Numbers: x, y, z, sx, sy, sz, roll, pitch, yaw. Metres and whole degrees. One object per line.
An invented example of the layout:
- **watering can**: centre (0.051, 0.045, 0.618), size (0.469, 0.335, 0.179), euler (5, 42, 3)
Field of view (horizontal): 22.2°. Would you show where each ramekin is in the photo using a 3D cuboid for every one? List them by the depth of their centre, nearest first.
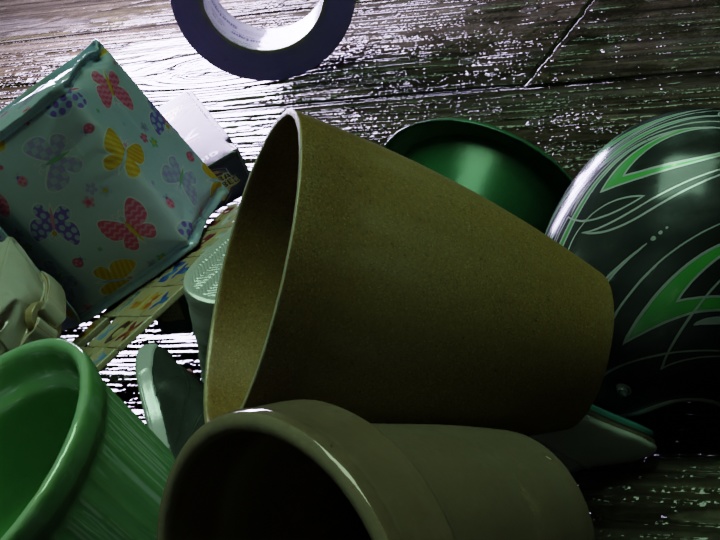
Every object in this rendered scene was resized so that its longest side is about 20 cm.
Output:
- **ramekin**: centre (-0.197, 0.147, 1.059), size (0.200, 0.098, 0.200), euler (-32, 31, 22)

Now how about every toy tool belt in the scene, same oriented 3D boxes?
- **toy tool belt**: centre (-0.264, 0.073, 1.337), size (0.125, 0.123, 0.200), euler (-17, 31, 3)

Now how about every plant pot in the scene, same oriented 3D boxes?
- **plant pot**: centre (0.021, 0.153, 0.931), size (0.175, 0.200, 0.200), euler (-10, 16, -41)
- **plant pot**: centre (0.032, 0.024, 1.023), size (0.200, 0.187, 0.186), euler (13, 20, -13)

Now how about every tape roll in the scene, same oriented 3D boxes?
- **tape roll**: centre (-0.103, -0.312, 1.982), size (0.200, 0.200, 0.085), euler (-11, 23, 7)

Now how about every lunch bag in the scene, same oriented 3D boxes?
- **lunch bag**: centre (-0.236, -0.051, 1.445), size (0.200, 0.170, 0.127), euler (-30, 19, 28)

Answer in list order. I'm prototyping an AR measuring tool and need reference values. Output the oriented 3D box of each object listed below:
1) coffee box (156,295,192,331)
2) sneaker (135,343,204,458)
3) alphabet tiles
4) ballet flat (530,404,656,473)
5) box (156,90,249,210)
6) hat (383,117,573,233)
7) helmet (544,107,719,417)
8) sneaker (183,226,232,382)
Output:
- **coffee box**: centre (-0.072, -0.014, 1.495), size (0.123, 0.044, 0.200), euler (-3, 26, 29)
- **sneaker**: centre (-0.092, 0.102, 1.224), size (0.099, 0.071, 0.200), euler (-15, 29, -8)
- **alphabet tiles**: centre (-0.153, 0.014, 1.380), size (0.200, 0.008, 0.167), euler (-44, 13, -16)
- **ballet flat**: centre (0.079, 0.090, 1.121), size (0.200, 0.069, 0.069), euler (23, 30, 2)
- **box**: centre (-0.209, -0.073, 1.655), size (0.200, 0.050, 0.199), euler (-30, 24, -4)
- **hat**: centre (0.062, 0.008, 1.291), size (0.200, 0.166, 0.176), euler (-29, 27, 56)
- **helmet**: centre (0.208, -0.002, 1.143), size (0.191, 0.200, 0.200), euler (9, 22, -8)
- **sneaker**: centre (-0.056, 0.008, 1.342), size (0.074, 0.116, 0.200), euler (24, 46, 28)
